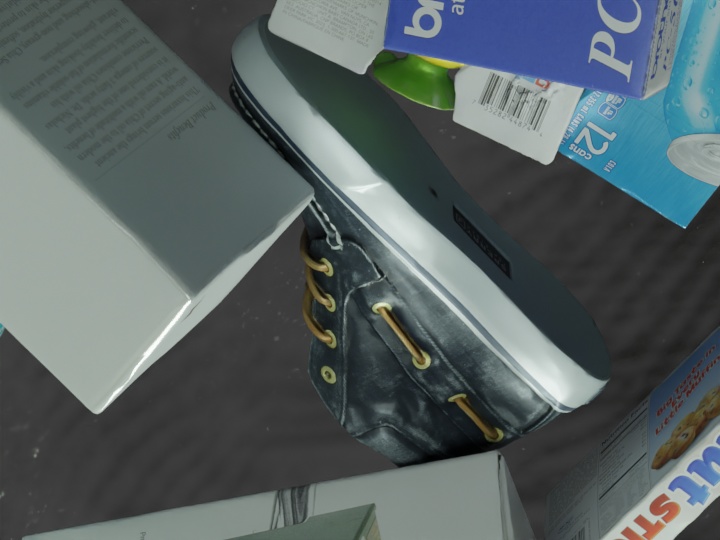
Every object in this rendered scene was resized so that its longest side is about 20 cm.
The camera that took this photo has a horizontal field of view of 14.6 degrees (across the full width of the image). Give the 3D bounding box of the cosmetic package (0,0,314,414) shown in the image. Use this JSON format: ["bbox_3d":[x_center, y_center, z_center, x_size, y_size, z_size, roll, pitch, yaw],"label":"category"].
[{"bbox_3d":[-0.124,-0.058,0.991,0.200,0.101,0.071,44,124,2],"label":"cosmetic package"}]

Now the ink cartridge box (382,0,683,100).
[{"bbox_3d":[0.070,-0.164,0.925,0.093,0.044,0.202,12,104,16],"label":"ink cartridge box"}]

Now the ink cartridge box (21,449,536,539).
[{"bbox_3d":[-0.020,0.158,1.121,0.198,0.084,0.146,-11,142,10],"label":"ink cartridge box"}]

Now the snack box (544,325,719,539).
[{"bbox_3d":[0.141,0.049,1.078,0.024,0.072,0.200,36,116,-13],"label":"snack box"}]

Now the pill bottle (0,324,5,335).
[{"bbox_3d":[-0.201,0.028,1.075,0.110,0.111,0.201,26,119,-10],"label":"pill bottle"}]

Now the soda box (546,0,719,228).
[{"bbox_3d":[0.145,-0.117,0.988,0.064,0.068,0.200,29,117,-11],"label":"soda box"}]

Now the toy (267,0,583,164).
[{"bbox_3d":[0.057,-0.152,0.980,0.115,0.047,0.201,26,106,10],"label":"toy"}]

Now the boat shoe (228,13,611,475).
[{"bbox_3d":[0.000,0.000,1.063,0.091,0.071,0.200,-36,111,21],"label":"boat shoe"}]
